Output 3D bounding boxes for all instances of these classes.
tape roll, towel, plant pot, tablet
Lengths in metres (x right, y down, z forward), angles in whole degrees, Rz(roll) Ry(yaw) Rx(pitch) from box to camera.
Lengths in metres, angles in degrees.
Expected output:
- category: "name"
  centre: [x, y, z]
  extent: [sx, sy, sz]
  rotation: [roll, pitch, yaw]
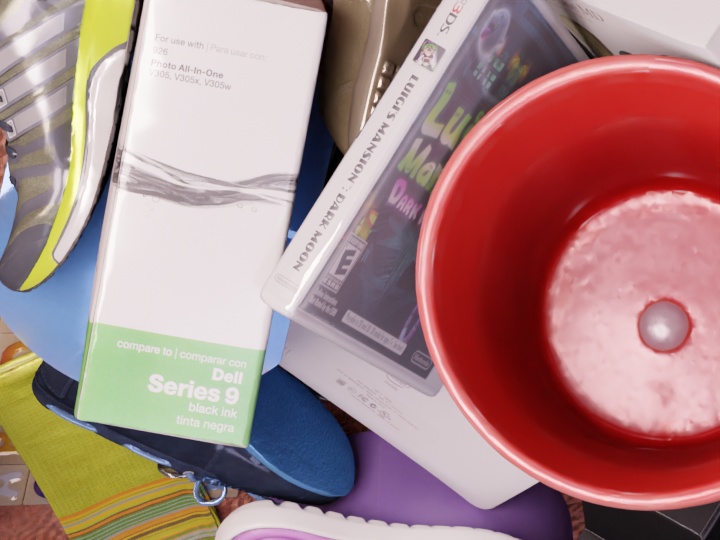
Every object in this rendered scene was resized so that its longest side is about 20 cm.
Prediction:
- category: "tape roll"
  centre: [0.032, 0.192, 1.279]
  extent: [0.199, 0.085, 0.201]
  rotation: [2, 134, 2]
- category: "towel"
  centre: [-0.145, 0.113, 1.215]
  extent: [0.086, 0.018, 0.201]
  rotation: [-24, 134, -2]
- category: "plant pot"
  centre: [0.138, 0.015, 0.988]
  extent: [0.200, 0.201, 0.177]
  rotation: [-31, 167, 7]
- category: "tablet"
  centre: [0.025, 0.053, 1.135]
  extent: [0.200, 0.014, 0.130]
  rotation: [36, 140, -13]

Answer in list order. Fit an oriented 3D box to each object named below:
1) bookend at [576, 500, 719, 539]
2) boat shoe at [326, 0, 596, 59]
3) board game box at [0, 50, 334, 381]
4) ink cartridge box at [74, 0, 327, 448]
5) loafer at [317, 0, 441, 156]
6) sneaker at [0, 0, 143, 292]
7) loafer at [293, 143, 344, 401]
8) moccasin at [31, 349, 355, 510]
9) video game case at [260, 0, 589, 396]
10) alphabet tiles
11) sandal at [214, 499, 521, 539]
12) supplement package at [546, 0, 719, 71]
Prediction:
- category: "bookend"
  centre: [0.158, 0.158, 1.129]
  extent: [0.199, 0.092, 0.200]
  rotation: [-53, 156, -20]
- category: "boat shoe"
  centre: [0.069, -0.121, 1.076]
  extent: [0.199, 0.057, 0.069]
  rotation: [17, 122, -33]
- category: "board game box"
  centre: [-0.102, -0.036, 1.072]
  extent: [0.157, 0.039, 0.201]
  rotation: [12, 100, -7]
- category: "ink cartridge box"
  centre: [-0.074, -0.037, 0.977]
  extent: [0.084, 0.146, 0.201]
  rotation: [10, 101, -5]
- category: "loafer"
  centre: [0.021, -0.142, 0.992]
  extent: [0.075, 0.068, 0.201]
  rotation: [18, 90, -41]
- category: "sneaker"
  centre: [-0.151, -0.088, 0.997]
  extent: [0.080, 0.074, 0.201]
  rotation: [13, 103, -4]
- category: "loafer"
  centre: [0.000, 0.000, 1.145]
  extent: [0.068, 0.071, 0.201]
  rotation: [0, 130, -20]
- category: "moccasin"
  centre: [-0.091, 0.078, 1.159]
  extent: [0.200, 0.081, 0.068]
  rotation: [33, 131, -31]
- category: "video game case"
  centre: [0.045, -0.038, 0.987]
  extent: [0.182, 0.023, 0.200]
  rotation: [-58, 155, -1]
- category: "alphabet tiles"
  centre: [-0.128, 0.059, 1.191]
  extent: [0.166, 0.008, 0.201]
  rotation: [1, 129, -22]
- category: "sandal"
  centre: [0.016, 0.179, 1.173]
  extent: [0.201, 0.050, 0.083]
  rotation: [10, 135, -10]
- category: "supplement package"
  centre: [0.209, -0.134, 1.026]
  extent: [0.200, 0.152, 0.151]
  rotation: [38, 87, -40]
